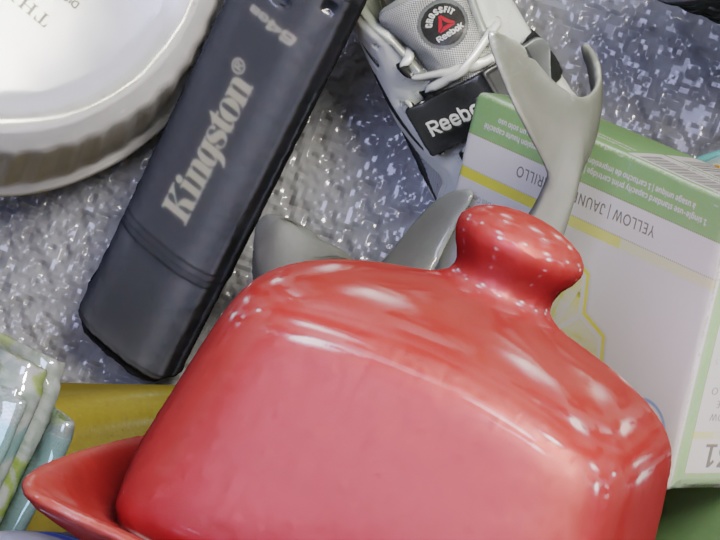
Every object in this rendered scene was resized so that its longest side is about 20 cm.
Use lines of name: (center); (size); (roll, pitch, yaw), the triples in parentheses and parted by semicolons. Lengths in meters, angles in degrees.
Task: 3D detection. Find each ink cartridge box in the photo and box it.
ink cartridge box: (0.079, 0.052, 1.061); (0.145, 0.048, 0.201); (28, 110, 50)

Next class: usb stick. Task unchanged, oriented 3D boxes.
usb stick: (-0.054, -0.045, 1.157); (0.055, 0.033, 0.200); (43, 120, 27)

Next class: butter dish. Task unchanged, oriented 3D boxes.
butter dish: (0.025, 0.050, 0.944); (0.199, 0.199, 0.148); (25, 98, 12)

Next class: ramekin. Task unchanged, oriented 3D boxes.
ramekin: (-0.141, -0.130, 1.162); (0.201, 0.094, 0.203); (0, 89, -12)

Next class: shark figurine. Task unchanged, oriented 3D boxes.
shark figurine: (0.012, 0.007, 1.044); (0.214, 0.089, 0.129); (-31, 64, 51)

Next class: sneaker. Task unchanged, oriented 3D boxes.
sneaker: (0.039, -0.072, 1.139); (0.074, 0.088, 0.200); (-33, 73, 9)

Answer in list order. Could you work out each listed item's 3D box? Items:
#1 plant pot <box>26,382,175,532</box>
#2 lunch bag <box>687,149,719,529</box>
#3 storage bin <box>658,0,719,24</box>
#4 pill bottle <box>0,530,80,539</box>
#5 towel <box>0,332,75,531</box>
plant pot: (-0.162, 0.131, 1.127); (0.199, 0.176, 0.201); (1, 81, 19)
lunch bag: (0.201, 0.021, 1.069); (0.199, 0.077, 0.161); (-17, 77, 17)
storage bin: (0.203, -0.152, 1.042); (0.200, 0.094, 0.136); (-1, 77, 52)
pill bottle: (-0.067, 0.146, 1.007); (0.113, 0.200, 0.114); (-4, 83, 28)
towel: (-0.206, 0.088, 1.032); (0.171, 0.048, 0.201); (28, 91, 25)
